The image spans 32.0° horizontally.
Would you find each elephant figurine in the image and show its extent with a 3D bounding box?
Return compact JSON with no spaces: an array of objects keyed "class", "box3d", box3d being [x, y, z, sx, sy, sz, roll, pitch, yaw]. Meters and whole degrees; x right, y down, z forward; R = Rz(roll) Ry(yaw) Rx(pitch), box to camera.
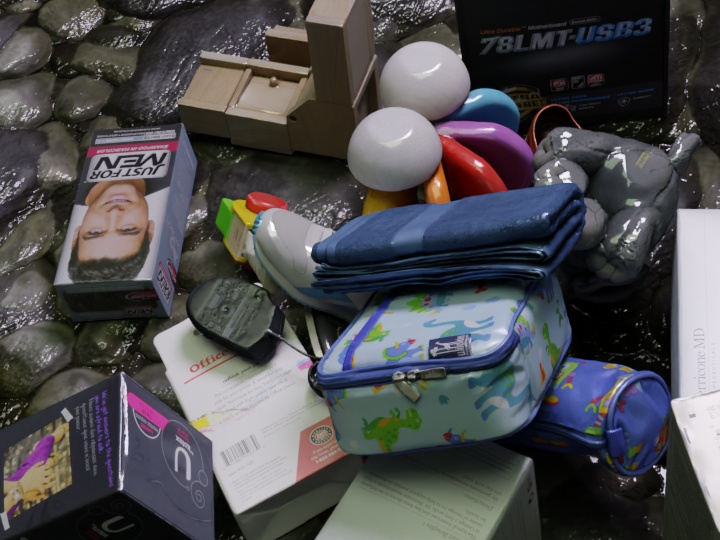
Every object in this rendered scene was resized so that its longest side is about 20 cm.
[{"class":"elephant figurine","box3d":[0.176,-0.023,1.063,0.153,0.201,0.143,15,58,-3]}]

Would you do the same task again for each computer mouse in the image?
[{"class":"computer mouse","box3d":[-0.061,0.062,1.041,0.198,0.034,0.059,27,70,22]}]

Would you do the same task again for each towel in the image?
[{"class":"towel","box3d":[0.067,-0.021,0.944,0.197,0.049,0.111,-8,16,30]}]

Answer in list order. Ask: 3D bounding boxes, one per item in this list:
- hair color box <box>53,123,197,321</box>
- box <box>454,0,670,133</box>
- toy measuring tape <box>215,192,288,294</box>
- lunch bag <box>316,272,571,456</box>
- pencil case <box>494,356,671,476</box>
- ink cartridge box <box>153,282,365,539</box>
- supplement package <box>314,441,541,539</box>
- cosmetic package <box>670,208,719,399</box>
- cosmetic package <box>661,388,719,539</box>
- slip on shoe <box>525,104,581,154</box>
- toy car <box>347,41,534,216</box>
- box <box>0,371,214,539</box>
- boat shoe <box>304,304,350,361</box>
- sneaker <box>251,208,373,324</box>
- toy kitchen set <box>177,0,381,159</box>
[{"class":"hair color box","box3d":[-0.226,-0.050,1.231,0.097,0.061,0.202,-3,52,9]},{"class":"box","box3d":[0.192,-0.223,1.189,0.196,0.200,0.050,-5,49,7]},{"class":"toy measuring tape","box3d":[-0.082,-0.023,1.152,0.073,0.074,0.200,-26,28,-9]},{"class":"lunch bag","box3d":[0.062,0.057,0.925,0.158,0.084,0.200,-9,18,26]},{"class":"pencil case","box3d":[0.142,0.105,0.974,0.086,0.079,0.198,-33,25,-36]},{"class":"ink cartridge box","box3d":[-0.087,0.117,1.062,0.115,0.068,0.201,-26,52,-9]},{"class":"supplement package","box3d":[0.037,0.224,0.916,0.116,0.118,0.201,21,58,26]},{"class":"cosmetic package","box3d":[0.343,0.064,0.978,0.196,0.124,0.202,0,51,13]},{"class":"cosmetic package","box3d":[0.255,0.176,0.854,0.072,0.201,0.105,-13,51,2]},{"class":"slip on shoe","box3d":[0.201,-0.072,1.154,0.073,0.062,0.202,-15,55,-4]},{"class":"toy car","box3d":[0.080,-0.091,1.123,0.148,0.176,0.202,11,54,19]},{"class":"box","box3d":[-0.224,0.182,0.967,0.198,0.122,0.107,-24,47,19]},{"class":"boat shoe","box3d":[-0.014,0.045,1.103,0.062,0.073,0.202,-17,45,2]},{"class":"sneaker","box3d":[0.000,0.000,1.060,0.198,0.081,0.077,31,38,-15]},{"class":"toy kitchen set","box3d":[-0.076,-0.243,1.275,0.197,0.182,0.165,11,53,15]}]
